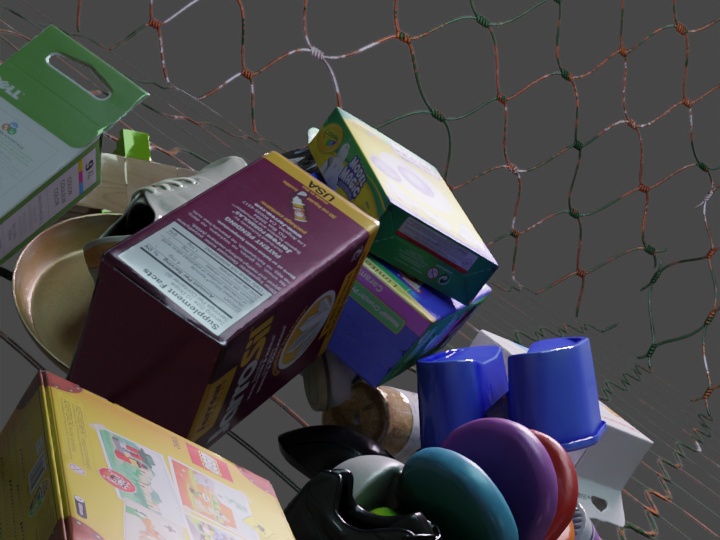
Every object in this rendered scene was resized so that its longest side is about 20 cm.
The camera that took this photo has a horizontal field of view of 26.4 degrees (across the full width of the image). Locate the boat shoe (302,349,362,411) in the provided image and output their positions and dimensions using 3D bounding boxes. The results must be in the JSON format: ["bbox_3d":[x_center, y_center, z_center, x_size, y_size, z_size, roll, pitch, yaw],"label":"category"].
[{"bbox_3d":[-0.017,0.059,1.284,0.068,0.075,0.200,-1,19,-5],"label":"boat shoe"}]

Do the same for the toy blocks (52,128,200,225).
[{"bbox_3d":[-0.229,-0.046,1.275,0.199,0.137,0.100,8,65,-38],"label":"toy blocks"}]

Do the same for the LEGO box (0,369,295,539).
[{"bbox_3d":[-0.102,0.144,0.736,0.149,0.077,0.200,30,8,-21],"label":"LEGO box"}]

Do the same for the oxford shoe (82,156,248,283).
[{"bbox_3d":[-0.141,-0.043,1.143,0.058,0.075,0.200,61,35,-18],"label":"oxford shoe"}]

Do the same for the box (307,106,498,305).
[{"bbox_3d":[0.029,-0.060,1.240,0.117,0.048,0.200,29,17,-29],"label":"box"}]

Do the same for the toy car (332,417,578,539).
[{"bbox_3d":[0.080,0.171,1.034,0.175,0.150,0.200,37,9,29],"label":"toy car"}]

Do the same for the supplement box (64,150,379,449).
[{"bbox_3d":[-0.092,0.024,1.042,0.103,0.131,0.200,35,38,14],"label":"supplement box"}]

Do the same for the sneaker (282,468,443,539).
[{"bbox_3d":[0.031,0.196,0.910,0.200,0.091,0.076,35,6,9],"label":"sneaker"}]

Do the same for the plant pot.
[{"bbox_3d":[-0.158,0.032,1.128,0.199,0.028,0.200,15,37,-11],"label":"plant pot"}]

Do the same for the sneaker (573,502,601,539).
[{"bbox_3d":[0.159,0.218,1.358,0.114,0.073,0.201,53,2,-35],"label":"sneaker"}]

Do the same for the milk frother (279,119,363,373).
[{"bbox_3d":[-0.034,-0.032,1.498,0.180,0.200,0.189,9,-56,58],"label":"milk frother"}]

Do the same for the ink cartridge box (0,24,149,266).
[{"bbox_3d":[-0.259,-0.083,1.124,0.104,0.200,0.059,35,-32,15],"label":"ink cartridge box"}]

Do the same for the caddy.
[{"bbox_3d":[0.118,0.113,1.204,0.141,0.106,0.200,-7,-1,15],"label":"caddy"}]

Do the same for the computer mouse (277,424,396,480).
[{"bbox_3d":[0.031,0.170,1.237,0.200,0.046,0.140,33,8,4],"label":"computer mouse"}]

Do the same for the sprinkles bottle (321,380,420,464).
[{"bbox_3d":[0.041,0.141,1.380,0.068,0.068,0.200,37,9,29],"label":"sprinkles bottle"}]

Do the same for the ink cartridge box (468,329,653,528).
[{"bbox_3d":[0.186,0.174,1.548,0.200,0.126,0.128,37,9,35],"label":"ink cartridge box"}]

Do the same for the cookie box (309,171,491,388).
[{"bbox_3d":[0.000,0.000,1.234,0.171,0.075,0.200,41,17,9],"label":"cookie box"}]
